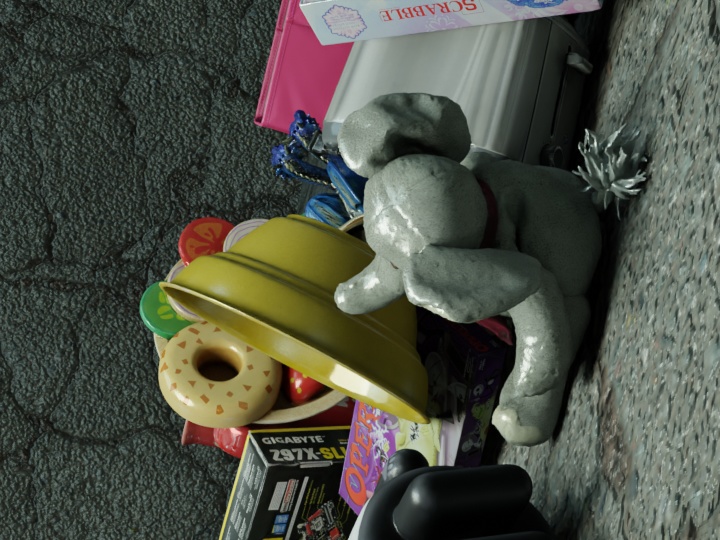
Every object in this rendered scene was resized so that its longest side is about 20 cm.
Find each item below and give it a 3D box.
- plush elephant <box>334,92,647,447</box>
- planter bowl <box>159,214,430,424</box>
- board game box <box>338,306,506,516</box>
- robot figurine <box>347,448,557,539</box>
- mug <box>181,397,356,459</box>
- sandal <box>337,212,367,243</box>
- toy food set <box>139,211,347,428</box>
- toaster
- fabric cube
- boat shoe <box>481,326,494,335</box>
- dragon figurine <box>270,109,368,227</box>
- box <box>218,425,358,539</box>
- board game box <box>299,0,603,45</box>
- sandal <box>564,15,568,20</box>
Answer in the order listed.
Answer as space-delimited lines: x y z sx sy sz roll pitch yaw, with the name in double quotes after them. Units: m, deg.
0.057 -0.012 0.868 0.201 0.153 0.166 119 146 -42 "plush elephant"
-0.026 0.020 0.989 0.084 0.199 0.200 -63 5 -8 "planter bowl"
0.039 0.110 1.056 0.120 0.032 0.202 46 135 47 "board game box"
0.043 0.189 0.831 0.151 0.124 0.201 -59 -7 -45 "robot figurine"
-0.046 0.124 1.289 0.134 0.198 0.179 110 173 -48 "mug"
0.000 0.000 1.120 0.199 0.081 0.054 -31 -5 28 "sandal"
-0.077 0.034 1.222 0.049 0.198 0.200 92 164 -55 "toy food set"
0.063 -0.123 1.031 0.199 0.113 0.131 13 81 39 "toaster"
0.017 -0.212 1.444 0.196 0.197 0.202 -130 53 -82 "fabric cube"
0.050 0.054 1.143 0.075 0.064 0.202 60 156 9 "boat shoe"
-0.006 -0.050 1.194 0.059 0.099 0.201 -58 39 29 "dragon figurine"
-0.036 0.220 1.220 0.049 0.158 0.202 52 133 50 "box"
0.078 -0.244 1.000 0.041 0.197 0.202 58 -140 -44 "board game box"
0.117 -0.209 1.106 0.201 0.086 0.080 111 168 -59 "sandal"
